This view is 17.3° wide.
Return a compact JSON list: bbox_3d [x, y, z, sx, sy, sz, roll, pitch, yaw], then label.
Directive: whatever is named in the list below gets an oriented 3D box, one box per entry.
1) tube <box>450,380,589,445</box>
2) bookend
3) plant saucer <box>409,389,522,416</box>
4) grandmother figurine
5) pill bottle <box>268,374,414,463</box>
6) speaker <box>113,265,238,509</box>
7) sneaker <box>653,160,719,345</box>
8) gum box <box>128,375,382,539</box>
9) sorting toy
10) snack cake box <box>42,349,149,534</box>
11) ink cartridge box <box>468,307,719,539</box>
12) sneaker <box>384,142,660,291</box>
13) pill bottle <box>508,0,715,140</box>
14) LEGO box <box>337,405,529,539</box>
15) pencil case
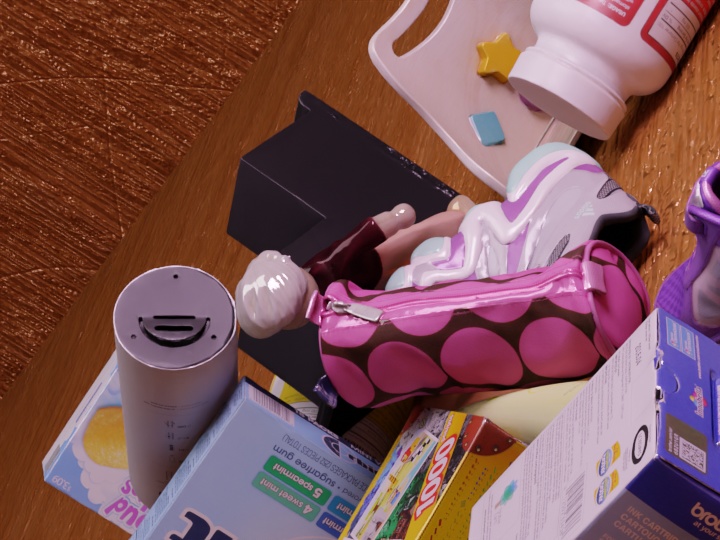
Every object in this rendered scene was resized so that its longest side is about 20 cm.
[{"bbox_3d":[0.118,0.085,1.372,0.052,0.058,0.200,-50,12,-11],"label":"tube"},{"bbox_3d":[-0.032,-0.005,1.692,0.200,0.198,0.093,-38,-27,-40],"label":"bookend"},{"bbox_3d":[0.091,0.058,1.613,0.201,0.037,0.200,-53,12,17],"label":"plant saucer"},{"bbox_3d":[0.000,0.000,1.540,0.199,0.061,0.122,-19,-33,-41],"label":"grandmother figurine"},{"bbox_3d":[-0.027,0.140,1.693,0.111,0.111,0.201,-47,16,40],"label":"pill bottle"},{"bbox_3d":[-0.120,0.084,1.572,0.201,0.081,0.082,92,-160,-56],"label":"speaker"},{"bbox_3d":[0.203,-0.019,1.239,0.081,0.088,0.200,-64,13,-26],"label":"sneaker"},{"bbox_3d":[-0.061,0.197,1.545,0.201,0.169,0.045,-54,13,13],"label":"gum box"},{"bbox_3d":[0.105,-0.163,1.771,0.201,0.179,0.107,-58,12,-8],"label":"sorting toy"},{"bbox_3d":[-0.137,0.163,1.862,0.115,0.199,0.067,-57,12,2],"label":"snack cake box"},{"bbox_3d":[0.136,0.115,1.190,0.200,0.076,0.137,-52,13,29],"label":"ink cartridge box"},{"bbox_3d":[0.104,0.016,1.493,0.200,0.078,0.140,-47,42,-4],"label":"sneaker"},{"bbox_3d":[0.191,-0.199,1.678,0.201,0.112,0.112,-58,12,-4],"label":"pill bottle"},{"bbox_3d":[0.033,0.188,1.413,0.201,0.077,0.149,-59,12,-9],"label":"LEGO box"},{"bbox_3d":[0.070,0.032,1.418,0.199,0.094,0.091,-11,46,26],"label":"pencil case"}]
